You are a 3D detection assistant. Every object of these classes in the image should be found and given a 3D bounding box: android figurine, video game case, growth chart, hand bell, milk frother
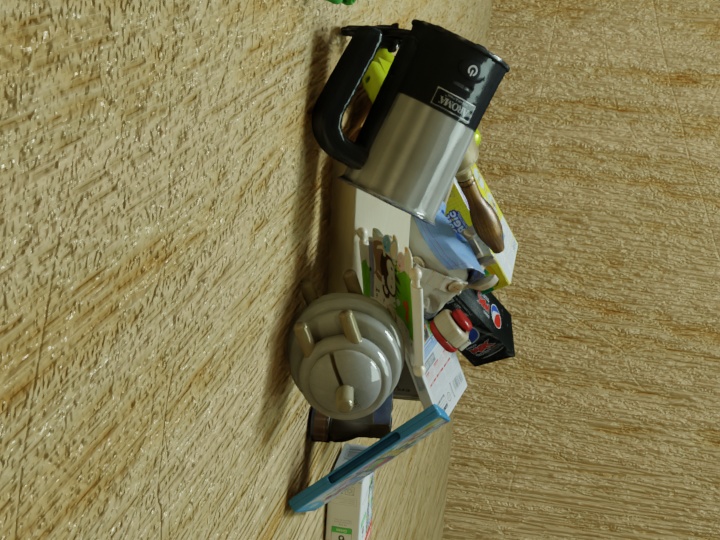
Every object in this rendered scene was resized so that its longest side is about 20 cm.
[{"bbox_3d":[0.075,-0.195,1.729,0.041,0.181,0.201,-46,-137,27],"label":"android figurine"},{"bbox_3d":[0.082,0.085,1.792,0.202,0.018,0.143,70,23,-11],"label":"video game case"},{"bbox_3d":[0.014,0.220,1.626,0.018,0.199,0.143,57,2,11],"label":"video game case"},{"bbox_3d":[0.034,0.026,1.511,0.200,0.018,0.146,-136,-143,-65],"label":"growth chart"},{"bbox_3d":[0.127,-0.100,1.635,0.201,0.103,0.105,60,29,-30],"label":"hand bell"},{"bbox_3d":[0.037,-0.174,1.516,0.189,0.179,0.200,-63,-173,3],"label":"milk frother"}]

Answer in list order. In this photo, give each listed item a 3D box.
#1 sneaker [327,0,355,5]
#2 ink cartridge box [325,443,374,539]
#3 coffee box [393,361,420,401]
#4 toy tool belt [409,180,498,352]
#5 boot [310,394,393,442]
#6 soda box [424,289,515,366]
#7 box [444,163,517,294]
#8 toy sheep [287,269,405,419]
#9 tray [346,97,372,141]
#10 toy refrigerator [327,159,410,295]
[{"bbox_3d":[-0.013,-0.313,1.387,0.200,0.077,0.086,-42,146,-64],"label":"sneaker"},{"bbox_3d":[-0.015,0.350,1.901,0.109,0.050,0.202,-60,154,-69],"label":"ink cartridge box"},{"bbox_3d":[0.046,0.136,1.934,0.200,0.113,0.081,44,52,-80],"label":"coffee box"},{"bbox_3d":[0.103,-0.015,1.685,0.201,0.123,0.125,58,15,27],"label":"toy tool belt"},{"bbox_3d":[0.004,0.160,1.725,0.200,0.096,0.075,-64,158,-65],"label":"boot"},{"bbox_3d":[0.136,0.052,1.835,0.200,0.063,0.071,44,37,-49],"label":"soda box"},{"bbox_3d":[0.137,-0.082,1.804,0.201,0.048,0.118,62,23,-20],"label":"box"},{"bbox_3d":[-0.017,0.086,1.453,0.200,0.136,0.139,-77,170,-61],"label":"toy sheep"},{"bbox_3d":[0.045,-0.173,1.741,0.037,0.099,0.200,-42,-168,26],"label":"tray"},{"bbox_3d":[0.009,-0.041,1.625,0.070,0.075,0.202,40,-47,55],"label":"toy refrigerator"}]
